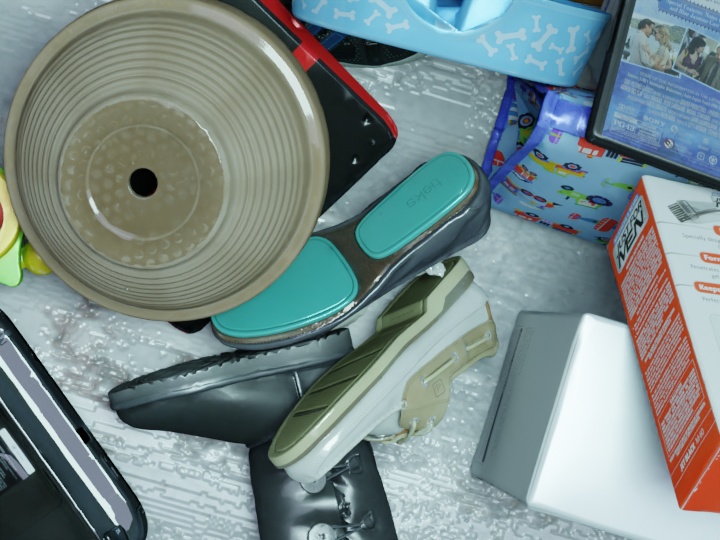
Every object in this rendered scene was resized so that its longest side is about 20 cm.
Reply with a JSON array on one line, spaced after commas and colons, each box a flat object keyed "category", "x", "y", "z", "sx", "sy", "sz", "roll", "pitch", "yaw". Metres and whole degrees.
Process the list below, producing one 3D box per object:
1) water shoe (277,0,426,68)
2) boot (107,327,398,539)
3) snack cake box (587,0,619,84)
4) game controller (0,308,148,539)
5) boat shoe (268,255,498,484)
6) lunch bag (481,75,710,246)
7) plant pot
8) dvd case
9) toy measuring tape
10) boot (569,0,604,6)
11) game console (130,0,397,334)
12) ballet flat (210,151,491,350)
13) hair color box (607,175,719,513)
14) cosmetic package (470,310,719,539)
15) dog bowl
[{"category": "water shoe", "x": -0.035, "y": -0.175, "z": 1.257, "sx": 0.198, "sy": 0.079, "sz": 0.072, "roll": 10, "pitch": 89, "yaw": -6}, {"category": "boot", "x": -0.062, "y": 0.153, "z": 1.263, "sx": 0.163, "sy": 0.066, "sz": 0.202, "roll": -12, "pitch": 95, "yaw": -8}, {"category": "snack cake box", "x": 0.252, "y": -0.145, "z": 1.212, "sx": 0.198, "sy": 0.067, "sz": 0.116, "roll": 16, "pitch": 112, "yaw": -11}, {"category": "game controller", "x": -0.226, "y": 0.120, "z": 1.263, "sx": 0.104, "sy": 0.042, "sz": 0.201, "roll": -34, "pitch": 93, "yaw": 10}, {"category": "boat shoe", "x": 0.024, "y": 0.073, "z": 1.231, "sx": 0.200, "sy": 0.075, "sz": 0.069, "roll": -44, "pitch": 105, "yaw": -35}, {"category": "lunch bag", "x": 0.165, "y": -0.067, "z": 1.216, "sx": 0.149, "sy": 0.200, "sz": 0.095, "roll": 17, "pitch": 89, "yaw": -6}, {"category": "plant pot", "x": -0.120, "y": -0.061, "z": 1.168, "sx": 0.199, "sy": 0.093, "sz": 0.203, "roll": 1, "pitch": 102, "yaw": 4}, {"category": "dvd case", "x": 0.217, "y": -0.144, "z": 1.130, "sx": 0.142, "sy": 0.018, "sz": 0.202, "roll": 18, "pitch": 75, "yaw": -9}, {"category": "toy measuring tape", "x": -0.278, "y": -0.050, "z": 1.238, "sx": 0.198, "sy": 0.074, "sz": 0.074, "roll": 22, "pitch": 88, "yaw": -6}, {"category": "boot", "x": 0.190, "y": -0.181, "z": 1.287, "sx": 0.143, "sy": 0.071, "sz": 0.202, "roll": 0, "pitch": 126, "yaw": 22}, {"category": "game console", "x": -0.102, "y": -0.080, "z": 1.241, "sx": 0.200, "sy": 0.031, "sz": 0.177, "roll": -43, "pitch": 109, "yaw": 13}, {"category": "ballet flat", "x": 0.000, "y": 0.000, "z": 1.251, "sx": 0.199, "sy": 0.073, "sz": 0.073, "roll": -33, "pitch": 93, "yaw": 0}, {"category": "hair color box", "x": 0.213, "y": 0.043, "z": 1.087, "sx": 0.110, "sy": 0.201, "sz": 0.064, "roll": 9, "pitch": 134, "yaw": -16}, {"category": "cosmetic package", "x": 0.192, "y": 0.109, "z": 1.220, "sx": 0.198, "sy": 0.200, "sz": 0.124, "roll": 18, "pitch": 89, "yaw": -6}, {"category": "dog bowl", "x": 0.050, "y": -0.156, "z": 1.188, "sx": 0.198, "sy": 0.112, "sz": 0.050, "roll": 14, "pitch": 101, "yaw": -3}]
